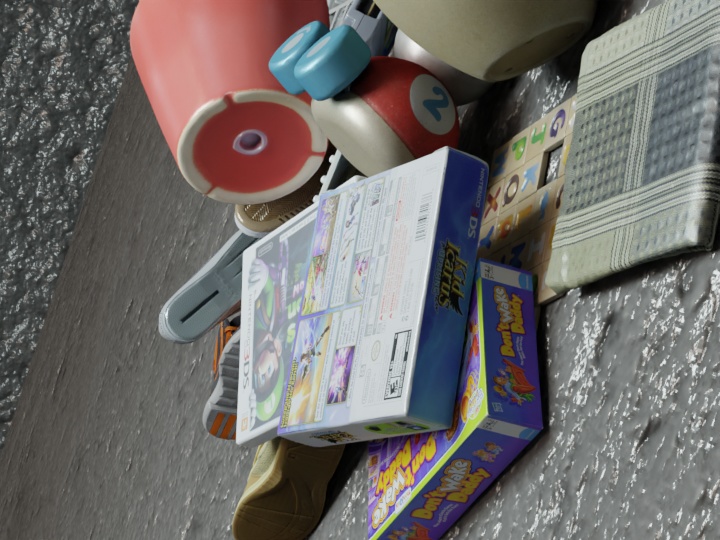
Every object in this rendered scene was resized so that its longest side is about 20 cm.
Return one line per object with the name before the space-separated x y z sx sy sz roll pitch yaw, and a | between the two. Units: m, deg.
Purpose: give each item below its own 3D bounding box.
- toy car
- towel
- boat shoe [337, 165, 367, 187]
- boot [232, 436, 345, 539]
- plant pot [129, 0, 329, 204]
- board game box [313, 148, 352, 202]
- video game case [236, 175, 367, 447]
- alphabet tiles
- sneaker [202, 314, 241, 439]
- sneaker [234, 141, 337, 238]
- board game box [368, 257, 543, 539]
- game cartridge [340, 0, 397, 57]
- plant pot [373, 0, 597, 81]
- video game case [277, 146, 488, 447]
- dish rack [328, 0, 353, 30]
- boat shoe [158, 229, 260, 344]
toy car | 0.062 -0.165 1.519 0.200 0.185 0.177 -43 17 -5
towel | 0.193 -0.088 1.209 0.200 0.034 0.195 159 124 -66
boat shoe | 0.000 0.000 1.630 0.075 0.068 0.202 136 147 -56
boot | -0.060 0.145 1.668 0.156 0.072 0.201 -86 15 -49
plant pot | -0.112 -0.173 1.721 0.201 0.198 0.178 -58 31 37
board game box | -0.018 -0.099 1.715 0.200 0.026 0.202 -42 -24 -74
video game case | -0.049 0.038 1.547 0.200 0.023 0.184 -30 54 53
alphabet tiles | 0.122 -0.024 1.385 0.167 0.007 0.202 147 138 -63
sneaker | -0.116 0.075 1.895 0.113 0.077 0.201 -91 25 -44
sneaker | -0.068 -0.075 1.828 0.200 0.071 0.113 -50 -9 -39
board game box | 0.065 0.105 1.352 0.200 0.044 0.136 125 153 -46
game cartridge | 0.029 -0.265 1.743 0.201 0.040 0.133 -63 -3 -16
plant pot | 0.105 -0.224 1.386 0.136 0.199 0.200 65 149 10
video game case | 0.016 0.025 1.373 0.181 0.045 0.202 -15 61 56
dish rack | 0.015 -0.325 1.949 0.171 0.043 0.202 167 119 -71
boat shoe | -0.130 0.003 1.884 0.199 0.074 0.067 -33 7 -19
